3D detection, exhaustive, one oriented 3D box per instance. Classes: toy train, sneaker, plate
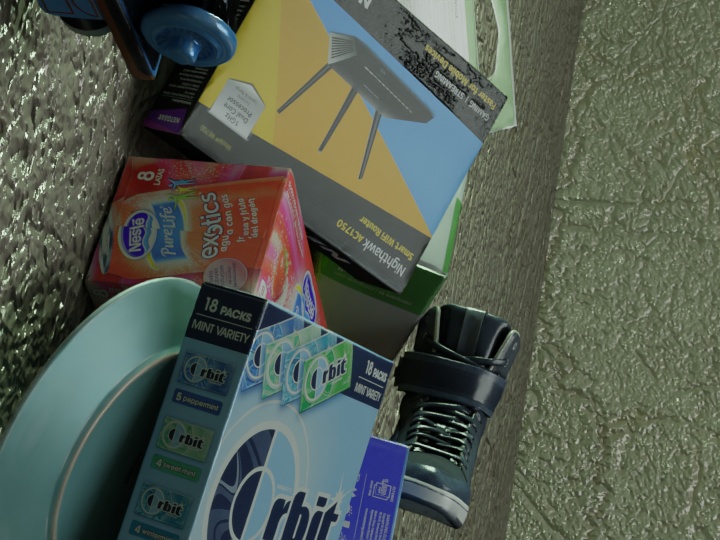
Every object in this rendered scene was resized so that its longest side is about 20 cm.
[{"bbox_3d":[-0.113,-0.163,0.832,0.200,0.114,0.087,71,30,-63],"label":"toy train"},{"bbox_3d":[0.055,0.093,1.247,0.202,0.077,0.147,87,24,-88],"label":"sneaker"},{"bbox_3d":[-0.122,0.100,0.961,0.200,0.026,0.201,-44,147,-39],"label":"plate"}]

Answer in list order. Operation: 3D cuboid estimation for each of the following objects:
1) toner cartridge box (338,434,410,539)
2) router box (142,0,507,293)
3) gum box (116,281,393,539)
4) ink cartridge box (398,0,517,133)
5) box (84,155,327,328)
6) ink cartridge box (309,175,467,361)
[{"bbox_3d":[-0.023,0.203,1.115,0.095,0.043,0.201,140,-36,-66],"label":"toner cartridge box"},{"bbox_3d":[-0.017,-0.098,1.139,0.200,0.051,0.149,35,79,-37],"label":"router box"},{"bbox_3d":[-0.060,0.123,0.996,0.170,0.044,0.201,31,75,-62],"label":"gum box"},{"bbox_3d":[0.024,-0.149,1.247,0.200,0.048,0.146,-20,110,-48],"label":"ink cartridge box"},{"bbox_3d":[-0.084,0.032,1.107,0.200,0.102,0.095,78,21,-53],"label":"box"},{"bbox_3d":[0.000,0.000,1.360,0.200,0.084,0.146,121,-13,-45],"label":"ink cartridge box"}]
